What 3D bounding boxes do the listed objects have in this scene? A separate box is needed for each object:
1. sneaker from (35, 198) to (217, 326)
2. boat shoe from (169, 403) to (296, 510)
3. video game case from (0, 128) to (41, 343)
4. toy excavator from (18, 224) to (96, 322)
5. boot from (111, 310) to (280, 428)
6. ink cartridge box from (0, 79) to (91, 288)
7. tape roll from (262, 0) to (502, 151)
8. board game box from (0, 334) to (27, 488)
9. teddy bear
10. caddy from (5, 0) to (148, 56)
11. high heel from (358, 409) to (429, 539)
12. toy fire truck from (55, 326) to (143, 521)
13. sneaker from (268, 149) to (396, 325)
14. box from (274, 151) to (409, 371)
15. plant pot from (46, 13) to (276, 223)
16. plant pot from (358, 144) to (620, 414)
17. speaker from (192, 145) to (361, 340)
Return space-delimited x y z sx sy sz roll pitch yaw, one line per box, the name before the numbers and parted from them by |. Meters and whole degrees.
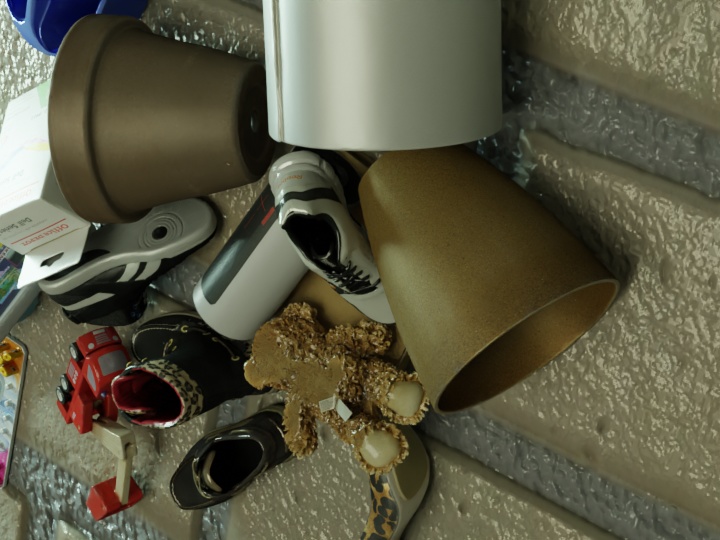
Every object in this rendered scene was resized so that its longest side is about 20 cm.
sneaker | -0.226 -0.005 1.656 0.198 0.112 0.074 -19 52 11
boat shoe | -0.142 0.197 1.640 0.200 0.073 0.075 -38 79 38
video game case | -0.389 -0.037 1.707 0.182 0.023 0.201 30 78 33
toy excavator | -0.389 0.008 1.775 0.198 0.100 0.196 18 112 18
boot | -0.191 0.100 1.599 0.199 0.150 0.074 15 112 34
ink cartridge box | -0.324 -0.093 1.631 0.117 0.067 0.202 -20 52 39
tape roll | 0.019 -0.185 1.326 0.201 0.202 0.141 9 109 35
board game box | -0.490 0.137 1.919 0.199 0.026 0.201 29 119 28
teddy bear | -0.017 0.110 1.486 0.199 0.067 0.146 9 91 38
caddy | -0.282 -0.309 1.580 0.141 0.105 0.201 45 125 20
high heel | 0.004 0.221 1.539 0.142 0.071 0.202 -15 97 40
toy fire truck | -0.276 0.168 1.724 0.142 0.048 0.200 57 145 21
sneaker | -0.018 -0.011 1.404 0.073 0.080 0.200 -28 126 20
box | 0.000 0.000 1.507 0.163 0.021 0.201 38 123 23
plant pot | -0.177 -0.145 1.516 0.173 0.200 0.202 1 105 18
plant pot | 0.087 -0.012 1.347 0.187 0.186 0.201 -49 66 36
speaker | -0.078 -0.026 1.496 0.081 0.081 0.200 50 126 15
